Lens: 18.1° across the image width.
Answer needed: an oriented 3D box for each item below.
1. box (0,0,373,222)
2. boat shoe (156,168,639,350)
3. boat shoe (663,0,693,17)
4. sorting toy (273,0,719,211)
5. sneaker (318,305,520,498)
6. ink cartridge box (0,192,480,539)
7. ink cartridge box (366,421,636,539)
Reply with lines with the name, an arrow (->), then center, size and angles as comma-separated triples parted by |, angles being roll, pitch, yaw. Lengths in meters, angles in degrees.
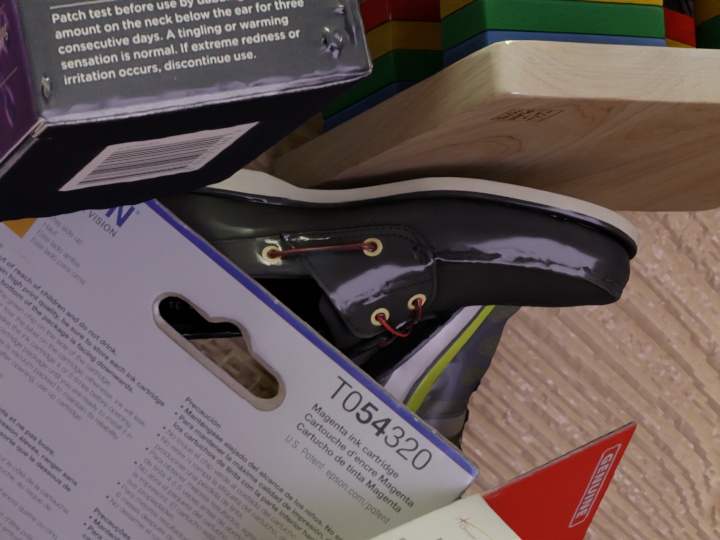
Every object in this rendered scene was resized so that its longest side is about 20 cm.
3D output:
box -> -0.085, -0.130, 0.699 | 0.104, 0.148, 0.201 | -11, 83, -22
boat shoe -> 0.000, 0.001, 0.822 | 0.201, 0.074, 0.063 | 3, 67, 3
boat shoe -> 0.133, -0.160, 0.888 | 0.072, 0.068, 0.201 | -24, 116, -19
sorting toy -> 0.093, -0.073, 0.830 | 0.198, 0.200, 0.070 | 0, 81, -24
sneaker -> 0.013, 0.062, 0.887 | 0.200, 0.074, 0.081 | -54, 130, -18
ink cartridge box -> -0.093, 0.081, 0.796 | 0.196, 0.043, 0.200 | 40, 96, -2
ink cartridge box -> 0.023, 0.161, 0.815 | 0.173, 0.044, 0.200 | -18, 141, -38
